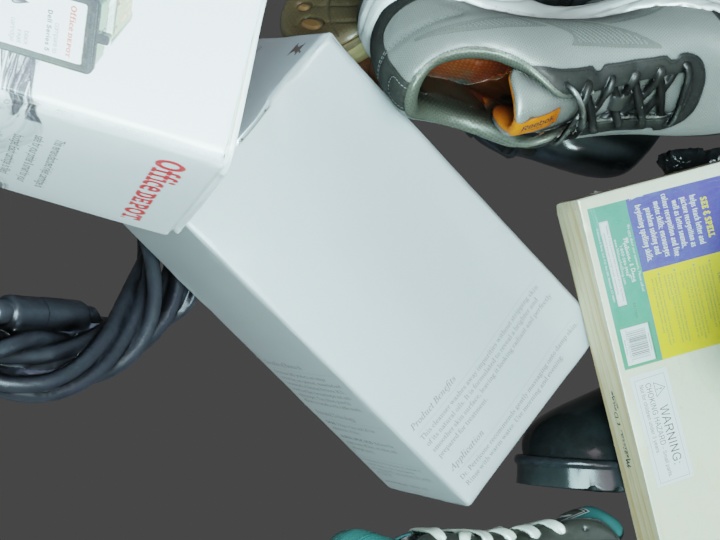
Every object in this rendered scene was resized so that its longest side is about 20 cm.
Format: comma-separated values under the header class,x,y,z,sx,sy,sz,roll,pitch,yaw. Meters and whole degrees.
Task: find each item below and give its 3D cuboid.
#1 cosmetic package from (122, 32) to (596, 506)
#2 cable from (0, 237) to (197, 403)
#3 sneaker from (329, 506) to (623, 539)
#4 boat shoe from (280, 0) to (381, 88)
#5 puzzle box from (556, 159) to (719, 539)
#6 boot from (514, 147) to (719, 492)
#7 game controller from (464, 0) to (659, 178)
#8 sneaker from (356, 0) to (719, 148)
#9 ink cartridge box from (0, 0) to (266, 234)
class,x,y,z,sx,sy,sz,roll,pitch,yaw
cosmetic package,0.000,0.000,1.215,0.200,0.081,0.113,47,72,-20
cable,-0.155,-0.022,1.186,0.199,0.051,0.164,28,50,-23
sneaker,0.076,0.144,1.265,0.199,0.071,0.081,19,80,-18
boat shoe,0.047,-0.147,1.268,0.200,0.072,0.068,-43,132,-19
puzzle box,0.174,0.049,1.239,0.132,0.025,0.202,-14,92,-21
boot,0.163,0.022,1.285,0.197,0.073,0.164,-2,91,-22
game controller,0.126,-0.124,1.238,0.104,0.042,0.201,10,131,-28
sneaker,0.097,-0.082,1.186,0.198,0.080,0.074,5,131,-10
ink cartridge box,-0.147,-0.091,1.059,0.199,0.145,0.085,16,77,-10
